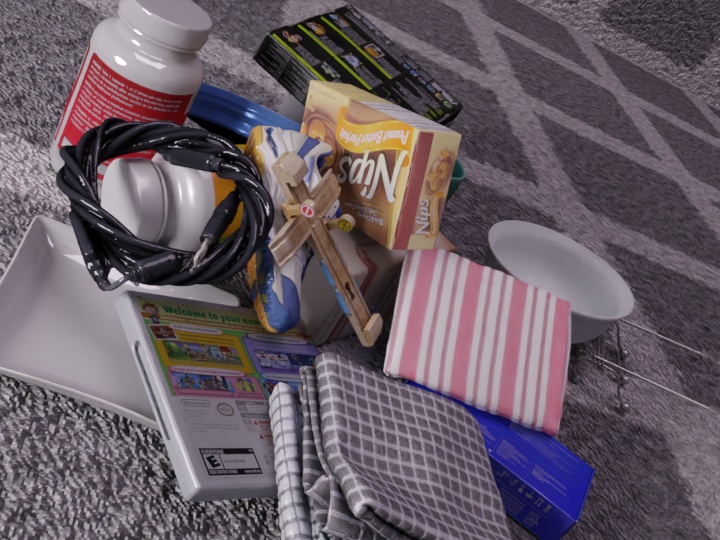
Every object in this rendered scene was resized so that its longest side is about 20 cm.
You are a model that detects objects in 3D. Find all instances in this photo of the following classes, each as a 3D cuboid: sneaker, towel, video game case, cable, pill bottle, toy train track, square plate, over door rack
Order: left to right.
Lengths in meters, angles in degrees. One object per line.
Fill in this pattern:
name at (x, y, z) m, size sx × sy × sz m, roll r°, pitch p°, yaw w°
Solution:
square plate at (-0.202, 0.049, 0.743) m, size 0.200 × 0.028 × 0.198 m, roll 24°, pitch 31°, yaw -15°
pill bottle at (-0.224, -0.175, 0.886) m, size 0.112 × 0.200 × 0.112 m, roll 24°, pitch 30°, yaw -15°
cable at (-0.165, -0.070, 0.753) m, size 0.163 × 0.051 × 0.200 m, roll -18°, pitch 53°, yaw -15°
pill bottle at (-0.145, -0.069, 0.887) m, size 0.200 × 0.111 × 0.111 m, roll -5°, pitch 46°, yaw -40°
video game case at (-0.089, 0.102, 0.734) m, size 0.200 × 0.022 × 0.182 m, roll 12°, pitch 40°, yaw -48°
sneaker at (-0.055, -0.041, 0.809) m, size 0.088 × 0.075 × 0.200 m, roll 4°, pitch 69°, yaw -20°
toy train track at (-0.018, -0.015, 0.784) m, size 0.115 × 0.032 × 0.200 m, roll -57°, pitch 132°, yaw -41°
towel at (0.030, 0.164, 0.696) m, size 0.200 × 0.086 × 0.166 m, roll 29°, pitch 33°, yaw -32°
towel at (0.119, 0.067, 0.886) m, size 0.200 × 0.030 × 0.147 m, roll 22°, pitch 61°, yaw -16°
over door rack at (0.367, 0.123, 1.130) m, size 0.200 × 0.067 × 0.148 m, roll 14°, pitch 28°, yaw 9°

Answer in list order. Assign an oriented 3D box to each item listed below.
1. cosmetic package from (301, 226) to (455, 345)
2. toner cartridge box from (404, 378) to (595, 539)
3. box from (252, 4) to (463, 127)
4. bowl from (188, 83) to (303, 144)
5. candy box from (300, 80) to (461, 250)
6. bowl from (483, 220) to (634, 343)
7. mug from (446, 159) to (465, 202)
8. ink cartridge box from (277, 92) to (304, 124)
cosmetic package at (0.000, 0.000, 0.941) m, size 0.087 × 0.103 × 0.200 m, roll 44°, pitch 32°, yaw 22°
toner cartridge box at (0.126, 0.167, 0.868) m, size 0.200 × 0.043 × 0.095 m, roll 37°, pitch 29°, yaw 9°
box at (0.004, -0.220, 1.058) m, size 0.200 × 0.048 × 0.193 m, roll 43°, pitch 40°, yaw 5°
bowl at (-0.110, -0.156, 1.047) m, size 0.200 × 0.039 × 0.201 m, roll 24°, pitch 0°, yaw 0°
candy box at (0.008, -0.109, 0.892) m, size 0.055 × 0.116 × 0.200 m, roll -2°, pitch 24°, yaw -35°
bowl at (0.230, 0.029, 1.122) m, size 0.201 × 0.090 × 0.201 m, roll 19°, pitch 30°, yaw -12°
mug at (0.029, -0.123, 1.129) m, size 0.185 × 0.114 × 0.152 m, roll 11°, pitch 35°, yaw -45°
ink cartridge box at (-0.013, -0.225, 1.225) m, size 0.084 × 0.145 × 0.200 m, roll 44°, pitch 30°, yaw 16°
